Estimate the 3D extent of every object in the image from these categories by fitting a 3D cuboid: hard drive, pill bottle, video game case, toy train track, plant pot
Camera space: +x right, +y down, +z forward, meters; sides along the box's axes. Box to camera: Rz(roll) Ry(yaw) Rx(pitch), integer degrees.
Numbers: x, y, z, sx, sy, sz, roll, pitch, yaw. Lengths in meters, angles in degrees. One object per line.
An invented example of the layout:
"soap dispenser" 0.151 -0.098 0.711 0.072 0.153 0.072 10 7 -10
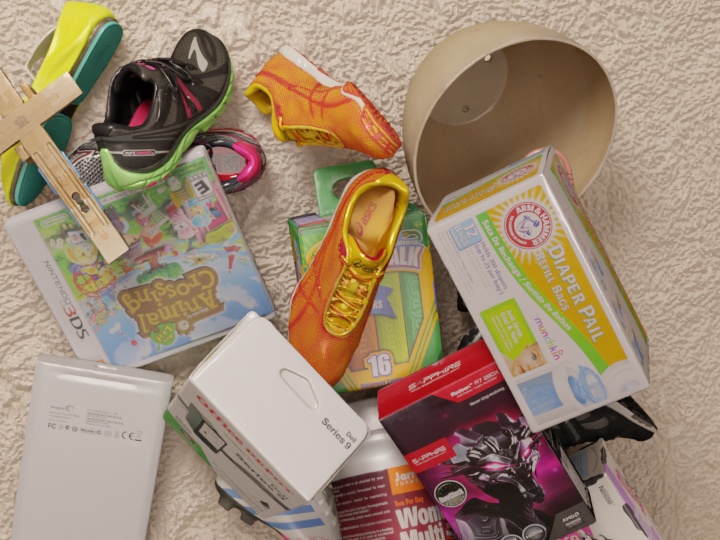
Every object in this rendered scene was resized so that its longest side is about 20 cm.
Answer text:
"hard drive" -0.263 0.189 1.029 0.130 0.026 0.203 10 104 -10
"pill bottle" 0.030 0.227 1.024 0.108 0.110 0.203 -10 79 -7
"video game case" -0.201 -0.001 0.985 0.197 0.022 0.184 -19 117 5
"toy train track" -0.269 -0.094 0.928 0.114 0.033 0.201 -36 92 -4
"plant pot" 0.119 -0.149 0.982 0.197 0.135 0.203 -11 128 -15

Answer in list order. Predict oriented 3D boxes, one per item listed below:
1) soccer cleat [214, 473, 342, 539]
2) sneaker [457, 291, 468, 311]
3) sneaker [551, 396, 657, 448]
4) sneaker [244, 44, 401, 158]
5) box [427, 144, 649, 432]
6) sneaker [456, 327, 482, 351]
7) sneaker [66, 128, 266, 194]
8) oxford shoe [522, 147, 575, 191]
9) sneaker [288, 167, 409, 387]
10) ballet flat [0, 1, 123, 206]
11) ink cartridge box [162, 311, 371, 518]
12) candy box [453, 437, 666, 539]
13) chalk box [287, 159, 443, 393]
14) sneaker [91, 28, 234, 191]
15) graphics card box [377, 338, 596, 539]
"soccer cleat" -0.051 0.239 1.058 0.199 0.070 0.087 35 92 -11
"sneaker" 0.158 0.027 1.065 0.115 0.075 0.202 -32 91 2
"sneaker" 0.215 0.145 1.074 0.198 0.076 0.088 26 106 -31
"sneaker" -0.033 -0.136 0.951 0.077 0.200 0.073 -51 132 -3
"box" 0.154 0.014 0.893 0.111 0.101 0.202 -26 101 22
"sneaker" 0.121 0.159 1.073 0.079 0.077 0.203 20 95 -20
"sneaker" -0.187 -0.100 0.989 0.197 0.075 0.082 -11 99 -6
"oxford shoe" 0.164 -0.019 0.976 0.070 0.074 0.203 9 112 14
"sneaker" -0.015 0.007 0.904 0.072 0.077 0.203 15 96 -12
"ballet flat" -0.292 -0.159 0.978 0.066 0.067 0.202 28 91 10
"ink cartridge box" -0.091 0.135 0.935 0.146 0.200 0.084 45 67 0
"candy box" 0.203 0.293 1.070 0.199 0.072 0.169 -31 101 19
"chalk box" 0.000 0.000 1.005 0.123 0.124 0.203 -10 99 -7
"sneaker" -0.173 -0.158 0.936 0.076 0.201 0.084 0 134 23
"graphics card box" 0.116 0.170 0.962 0.124 0.051 0.201 -27 112 14
